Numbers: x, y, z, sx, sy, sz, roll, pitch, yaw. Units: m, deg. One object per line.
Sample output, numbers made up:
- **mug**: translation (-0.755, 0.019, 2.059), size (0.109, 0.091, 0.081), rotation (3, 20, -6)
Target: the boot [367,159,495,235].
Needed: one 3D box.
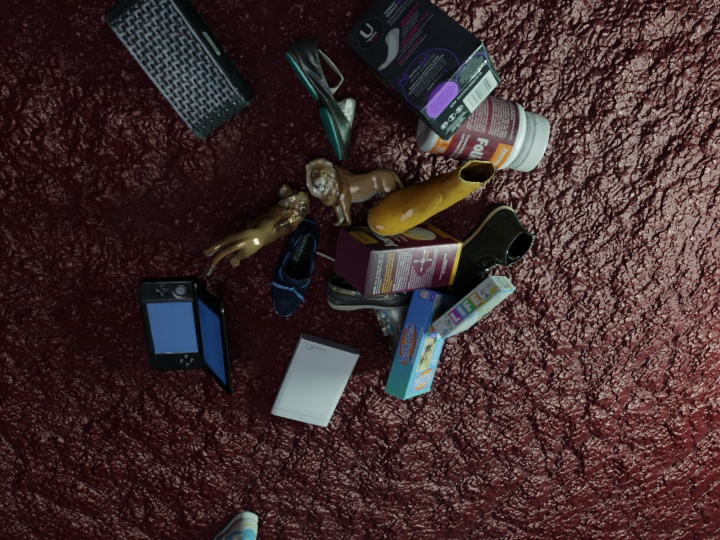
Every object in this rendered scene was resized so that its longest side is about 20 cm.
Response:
- **boot**: translation (0.117, -0.128, 0.843), size (0.200, 0.144, 0.071), rotation (-26, 90, -28)

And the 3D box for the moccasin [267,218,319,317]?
- **moccasin**: translation (-0.129, 0.003, 0.955), size (0.079, 0.068, 0.202), rotation (10, 114, -11)

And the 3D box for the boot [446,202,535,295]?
- **boot**: translation (0.236, -0.017, 0.954), size (0.077, 0.139, 0.202), rotation (19, 112, -15)

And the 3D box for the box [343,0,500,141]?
- **box**: translation (0.089, -0.312, 0.756), size (0.122, 0.201, 0.106), rotation (-45, 153, 14)

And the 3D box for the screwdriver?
- **screwdriver**: translation (0.000, 0.000, 0.949), size (0.198, 0.029, 0.028), rotation (25, 69, 9)

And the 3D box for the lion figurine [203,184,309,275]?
- **lion figurine**: translation (-0.170, -0.064, 0.866), size (0.122, 0.200, 0.073), rotation (-18, 116, 41)

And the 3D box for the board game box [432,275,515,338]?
- **board game box**: translation (0.220, 0.066, 0.965), size (0.134, 0.200, 0.034), rotation (-43, 73, 16)

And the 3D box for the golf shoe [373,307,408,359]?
- **golf shoe**: translation (0.098, 0.136, 1.046), size (0.096, 0.078, 0.202), rotation (-23, 117, -3)

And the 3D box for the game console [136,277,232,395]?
- **game console**: translation (-0.330, 0.128, 0.961), size (0.174, 0.117, 0.202), rotation (-1, 115, -7)

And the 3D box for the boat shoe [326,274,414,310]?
- **boat shoe**: translation (0.033, 0.033, 0.982), size (0.199, 0.072, 0.061), rotation (-6, 137, -2)

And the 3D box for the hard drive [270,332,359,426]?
- **hard drive**: translation (-0.098, 0.238, 1.092), size (0.131, 0.027, 0.202), rotation (18, 111, -15)

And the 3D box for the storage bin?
- **storage bin**: translation (-0.256, -0.313, 0.753), size (0.093, 0.136, 0.201), rotation (-33, 115, 9)

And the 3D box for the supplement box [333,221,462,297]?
- **supplement box**: translation (0.066, -0.025, 0.906), size (0.198, 0.110, 0.087), rotation (-7, 118, -32)

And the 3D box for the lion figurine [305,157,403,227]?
- **lion figurine**: translation (0.002, -0.146, 0.911), size (0.198, 0.072, 0.124), rotation (-11, 104, -18)

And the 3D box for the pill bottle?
- **pill bottle**: translation (0.204, -0.236, 0.861), size (0.198, 0.114, 0.115), rotation (11, 113, -11)

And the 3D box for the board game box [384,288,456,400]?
- **board game box**: translation (0.119, 0.136, 0.976), size (0.045, 0.152, 0.202), rotation (16, 91, 26)

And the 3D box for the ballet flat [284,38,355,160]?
- **ballet flat**: translation (-0.048, -0.282, 0.837), size (0.068, 0.068, 0.201), rotation (-31, 115, -6)

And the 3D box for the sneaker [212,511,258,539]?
- **sneaker**: translation (-0.318, 0.680, 1.240), size (0.076, 0.081, 0.201), rotation (26, 110, -19)
